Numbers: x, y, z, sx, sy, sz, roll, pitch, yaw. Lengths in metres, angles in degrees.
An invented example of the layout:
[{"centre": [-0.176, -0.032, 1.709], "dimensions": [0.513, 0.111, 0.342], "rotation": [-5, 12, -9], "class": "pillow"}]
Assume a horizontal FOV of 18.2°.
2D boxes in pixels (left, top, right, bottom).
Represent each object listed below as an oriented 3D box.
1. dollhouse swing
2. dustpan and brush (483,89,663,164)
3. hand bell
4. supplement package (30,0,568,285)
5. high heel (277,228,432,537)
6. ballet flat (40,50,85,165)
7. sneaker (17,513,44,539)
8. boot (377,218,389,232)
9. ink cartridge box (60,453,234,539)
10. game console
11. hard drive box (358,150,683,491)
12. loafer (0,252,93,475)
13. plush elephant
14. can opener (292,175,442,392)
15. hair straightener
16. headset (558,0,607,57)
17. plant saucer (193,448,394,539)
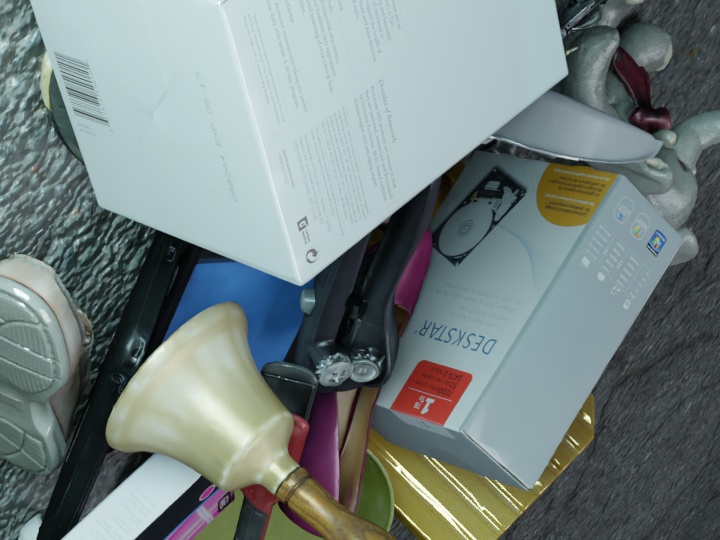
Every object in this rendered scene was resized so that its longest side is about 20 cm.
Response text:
[{"centre": [0.062, 0.072, 1.579], "dimensions": [0.200, 0.176, 0.182], "rotation": [-42, 156, -20], "class": "dollhouse swing"}, {"centre": [0.094, -0.096, 1.450], "dimensions": [0.200, 0.139, 0.057], "rotation": [14, 98, -59], "class": "dustpan and brush"}, {"centre": [-0.030, 0.120, 1.195], "dimensions": [0.104, 0.200, 0.104], "rotation": [-44, 164, -17], "class": "hand bell"}, {"centre": [-0.028, -0.124, 1.076], "dimensions": [0.200, 0.150, 0.152], "rotation": [-38, 131, -31], "class": "supplement package"}, {"centre": [0.009, 0.071, 1.420], "dimensions": [0.067, 0.096, 0.201], "rotation": [21, 101, -50], "class": "high heel"}, {"centre": [-0.116, -0.081, 1.184], "dimensions": [0.066, 0.057, 0.200], "rotation": [-31, 154, 10], "class": "ballet flat"}, {"centre": [-0.192, 0.224, 1.443], "dimensions": [0.085, 0.073, 0.200], "rotation": [-42, 154, -13], "class": "sneaker"}, {"centre": [-0.032, -0.043, 1.378], "dimensions": [0.146, 0.070, 0.200], "rotation": [-38, 154, -16], "class": "boot"}, {"centre": [-0.153, 0.173, 1.296], "dimensions": [0.200, 0.037, 0.095], "rotation": [-41, 164, -18], "class": "ink cartridge box"}, {"centre": [-0.094, 0.070, 1.303], "dimensions": [0.176, 0.116, 0.200], "rotation": [-76, -171, -49], "class": "game console"}, {"centre": [0.094, 0.029, 1.480], "dimensions": [0.077, 0.156, 0.200], "rotation": [42, 73, -33], "class": "hard drive box"}, {"centre": [-0.177, 0.040, 1.217], "dimensions": [0.063, 0.072, 0.200], "rotation": [-58, 170, -30], "class": "loafer"}, {"centre": [0.196, -0.094, 1.612], "dimensions": [0.200, 0.155, 0.165], "rotation": [-49, 158, -9], "class": "plush elephant"}, {"centre": [0.000, 0.000, 1.283], "dimensions": [0.063, 0.079, 0.200], "rotation": [-1, 142, -13], "class": "can opener"}, {"centre": [-0.051, 0.119, 1.363], "dimensions": [0.200, 0.041, 0.077], "rotation": [97, 3, -50], "class": "hair straightener"}, {"centre": [0.074, -0.196, 1.132], "dimensions": [0.094, 0.124, 0.200], "rotation": [-36, 127, -3], "class": "headset"}, {"centre": [-0.076, 0.168, 1.532], "dimensions": [0.199, 0.031, 0.201], "rotation": [-10, 132, -11], "class": "plant saucer"}]
